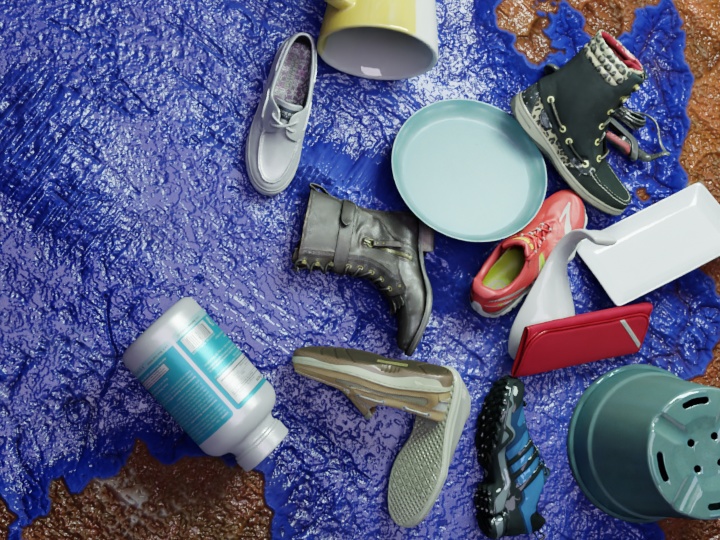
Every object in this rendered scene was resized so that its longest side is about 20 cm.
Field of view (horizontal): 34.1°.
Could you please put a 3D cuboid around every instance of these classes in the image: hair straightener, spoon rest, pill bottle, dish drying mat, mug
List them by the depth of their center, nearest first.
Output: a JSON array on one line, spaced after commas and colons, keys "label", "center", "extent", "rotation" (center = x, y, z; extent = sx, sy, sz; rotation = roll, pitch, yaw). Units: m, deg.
[{"label": "pill bottle", "center": [-0.175, 0.138, 1.368], "extent": [0.111, 0.111, 0.200], "rotation": [-42, 93, -10]}, {"label": "mug", "center": [0.027, -0.338, 1.414], "extent": [0.147, 0.187, 0.155], "rotation": [5, 76, 6]}, {"label": "spoon rest", "center": [0.243, 0.031, 1.441], "extent": [0.098, 0.061, 0.202], "rotation": [5, 121, -36]}, {"label": "dish drying mat", "center": [0.277, 0.086, 1.450], "extent": [0.198, 0.018, 0.078], "rotation": [-9, 128, -29]}, {"label": "hair straightener", "center": [0.319, -0.210, 1.513], "extent": [0.199, 0.041, 0.077], "rotation": [32, 81, 0]}]

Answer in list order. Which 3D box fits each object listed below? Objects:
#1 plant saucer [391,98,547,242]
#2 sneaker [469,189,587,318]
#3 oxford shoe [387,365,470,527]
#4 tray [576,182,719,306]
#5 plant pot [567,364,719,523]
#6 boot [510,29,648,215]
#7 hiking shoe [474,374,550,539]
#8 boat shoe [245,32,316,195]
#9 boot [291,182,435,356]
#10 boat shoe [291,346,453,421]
[{"label": "plant saucer", "center": [0.133, -0.121, 1.458], "extent": [0.197, 0.027, 0.203], "rotation": [5, 64, -9]}, {"label": "sneaker", "center": [0.211, -0.025, 1.450], "extent": [0.077, 0.085, 0.200], "rotation": [38, 79, 20]}, {"label": "oxford shoe", "center": [0.088, 0.217, 1.433], "extent": [0.075, 0.058, 0.202], "rotation": [13, 82, 34]}, {"label": "tray", "center": [0.384, -0.031, 1.505], "extent": [0.198, 0.022, 0.108], "rotation": [-25, 60, -11]}, {"label": "plant pot", "center": [0.376, 0.213, 1.412], "extent": [0.197, 0.196, 0.203], "rotation": [1, 84, -10]}, {"label": "boot", "center": [0.302, -0.180, 1.450], "extent": [0.204, 0.074, 0.153], "rotation": [46, 121, -6]}, {"label": "hiking shoe", "center": [0.191, 0.229, 1.449], "extent": [0.086, 0.074, 0.203], "rotation": [3, 94, -17]}, {"label": "boat shoe", "center": [-0.091, -0.193, 1.430], "extent": [0.071, 0.068, 0.202], "rotation": [20, 82, -7]}, {"label": "boot", "center": [0.000, 0.000, 1.436], "extent": [0.172, 0.069, 0.203], "rotation": [6, 74, -9]}, {"label": "boat shoe", "center": [0.009, 0.142, 1.406], "extent": [0.197, 0.072, 0.077], "rotation": [11, 102, 15]}]
